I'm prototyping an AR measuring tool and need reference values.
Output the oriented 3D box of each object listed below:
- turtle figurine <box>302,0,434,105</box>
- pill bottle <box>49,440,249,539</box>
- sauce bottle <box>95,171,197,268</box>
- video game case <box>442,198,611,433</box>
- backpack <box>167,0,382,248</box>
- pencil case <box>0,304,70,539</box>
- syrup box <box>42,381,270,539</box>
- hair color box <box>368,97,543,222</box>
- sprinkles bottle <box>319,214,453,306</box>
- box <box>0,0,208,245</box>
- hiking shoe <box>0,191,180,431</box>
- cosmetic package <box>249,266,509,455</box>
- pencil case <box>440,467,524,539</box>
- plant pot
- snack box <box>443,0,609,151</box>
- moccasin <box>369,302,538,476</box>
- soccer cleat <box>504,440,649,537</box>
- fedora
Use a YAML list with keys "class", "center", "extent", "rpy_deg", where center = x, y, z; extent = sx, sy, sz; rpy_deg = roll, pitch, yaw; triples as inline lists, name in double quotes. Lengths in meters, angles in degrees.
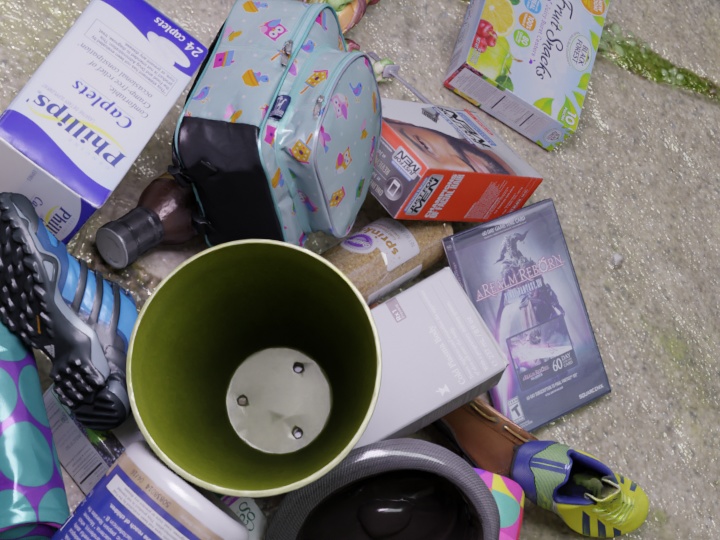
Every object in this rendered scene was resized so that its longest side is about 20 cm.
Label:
- class: "turtle figurine"
  center: [0.029, -0.263, 1.739]
  extent: [0.144, 0.199, 0.194]
  rpy_deg: [60, 36, -36]
- class: "pill bottle"
  center: [-0.185, 0.235, 1.302]
  extent: [0.116, 0.116, 0.200]
  rpy_deg: [41, 85, -6]
- class: "sauce bottle"
  center: [-0.150, -0.064, 1.565]
  extent: [0.065, 0.065, 0.200]
  rpy_deg: [51, 49, 2]
- class: "video game case"
  center: [0.161, 0.045, 1.690]
  extent: [0.143, 0.019, 0.201]
  rpy_deg: [-21, 96, -38]
- class: "backpack"
  center: [-0.064, -0.131, 1.498]
  extent: [0.153, 0.176, 0.201]
  rpy_deg: [1, 56, 15]
- class: "pencil case"
  center: [-0.285, 0.124, 1.366]
  extent: [0.085, 0.092, 0.201]
  rpy_deg: [26, 44, -60]
- class: "syrup box"
  center: [-0.170, 0.162, 1.420]
  extent: [0.079, 0.081, 0.200]
  rpy_deg: [-36, 85, -38]
- class: "hair color box"
  center: [0.071, -0.103, 1.660]
  extent: [0.111, 0.064, 0.200]
  rpy_deg: [47, 27, 26]
- class: "sprinkles bottle"
  center: [0.000, 0.000, 1.622]
  extent: [0.200, 0.068, 0.068]
  rpy_deg: [-31, 83, -40]
- class: "box"
  center: [-0.244, -0.107, 1.453]
  extent: [0.105, 0.184, 0.200]
  rpy_deg: [37, 51, -11]
- class: "hiking shoe"
  center: [-0.224, 0.025, 1.370]
  extent: [0.087, 0.074, 0.201]
  rpy_deg: [-34, 97, -48]
- class: "cosmetic package"
  center: [0.014, 0.095, 1.511]
  extent: [0.199, 0.090, 0.107]
  rpy_deg: [-30, 79, -10]
- class: "pencil case"
  center: [0.086, 0.267, 1.517]
  extent: [0.088, 0.088, 0.201]
  rpy_deg: [23, 56, -19]
- class: "plant pot"
  center: [-0.072, 0.090, 1.367]
  extent: [0.186, 0.200, 0.188]
  rpy_deg: [-1, 78, 3]
- class: "snack box"
  center: [0.179, -0.242, 1.873]
  extent: [0.142, 0.053, 0.201]
  rpy_deg: [30, 53, -16]
- class: "moccasin"
  center: [0.080, 0.102, 1.598]
  extent: [0.078, 0.074, 0.201]
  rpy_deg: [-44, 92, 3]
- class: "soccer cleat"
  center: [0.213, 0.205, 1.604]
  extent: [0.200, 0.083, 0.065]
  rpy_deg: [28, 73, -44]
- class: "fedora"
  center: [0.012, 0.216, 1.453]
  extent: [0.199, 0.090, 0.177]
  rpy_deg: [-26, 106, -4]
